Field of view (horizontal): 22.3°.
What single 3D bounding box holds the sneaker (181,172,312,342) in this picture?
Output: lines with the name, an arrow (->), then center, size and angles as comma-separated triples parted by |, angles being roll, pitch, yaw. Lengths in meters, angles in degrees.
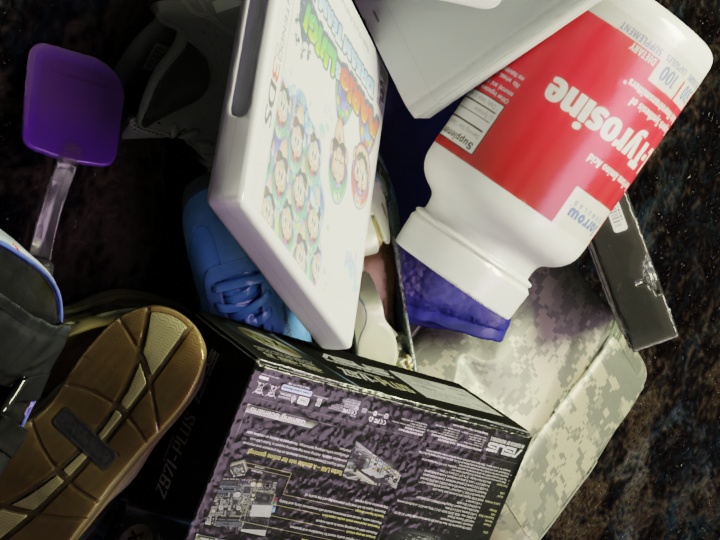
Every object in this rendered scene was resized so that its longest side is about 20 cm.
sneaker -> -0.062, 0.026, 1.070 | 0.066, 0.079, 0.200 | -7, 140, 1

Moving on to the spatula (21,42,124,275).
spatula -> -0.167, -0.021, 0.981 | 0.056, 0.021, 0.200 | 13, 84, -25

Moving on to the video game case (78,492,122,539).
video game case -> -0.149, 0.183, 1.123 | 0.182, 0.024, 0.200 | -53, 156, -11

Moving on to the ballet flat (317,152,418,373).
ballet flat -> 0.000, 0.000, 1.117 | 0.074, 0.074, 0.200 | -23, 108, -37

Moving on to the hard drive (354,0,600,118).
hard drive -> 0.082, -0.194, 1.046 | 0.200, 0.132, 0.026 | -33, 165, 31

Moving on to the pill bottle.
pill bottle -> 0.111, -0.076, 1.094 | 0.200, 0.112, 0.112 | -56, 141, 4

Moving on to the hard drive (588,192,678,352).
hard drive -> 0.171, -0.035, 1.254 | 0.038, 0.200, 0.140 | -20, 101, 9

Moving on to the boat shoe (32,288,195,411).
boat shoe -> -0.158, 0.055, 1.059 | 0.200, 0.063, 0.073 | -2, 113, -47

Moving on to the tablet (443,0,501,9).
tablet -> -0.006, -0.224, 1.003 | 0.200, 0.014, 0.130 | 11, 108, -5

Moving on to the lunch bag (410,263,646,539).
lunch bag -> 0.084, 0.071, 1.272 | 0.200, 0.139, 0.168 | -50, 128, -19

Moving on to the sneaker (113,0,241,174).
sneaker -> -0.096, -0.075, 1.060 | 0.115, 0.075, 0.200 | -17, 124, -25

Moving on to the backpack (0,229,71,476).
backpack -> -0.247, 0.034, 0.885 | 0.190, 0.154, 0.200 | 27, 98, -44

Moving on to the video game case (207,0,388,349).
video game case -> -0.028, -0.076, 0.996 | 0.200, 0.024, 0.182 | 57, 37, -62

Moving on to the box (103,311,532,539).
box -> -0.025, 0.132, 1.051 | 0.200, 0.086, 0.164 | 17, 98, -34

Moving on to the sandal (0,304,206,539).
sandal -> -0.159, 0.097, 1.007 | 0.200, 0.080, 0.054 | -44, 176, 7

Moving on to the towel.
towel -> 0.046, -0.063, 1.171 | 0.148, 0.050, 0.200 | 13, 100, -12
